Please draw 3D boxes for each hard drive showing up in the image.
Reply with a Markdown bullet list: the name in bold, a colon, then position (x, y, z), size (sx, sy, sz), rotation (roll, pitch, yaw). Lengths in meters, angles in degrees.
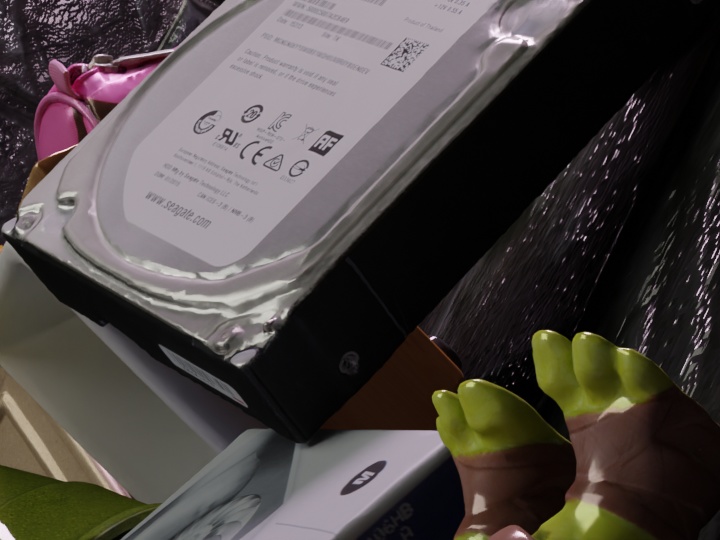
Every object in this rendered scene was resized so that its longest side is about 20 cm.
- **hard drive**: position (0.006, -0.054, 0.602), size (0.200, 0.038, 0.140), rotation (-45, 36, -14)

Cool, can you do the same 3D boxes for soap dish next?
- **soap dish**: position (-0.052, 0.031, 0.750), size (0.081, 0.157, 0.200), rotation (-46, 1, -18)

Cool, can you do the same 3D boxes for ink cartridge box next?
- **ink cartridge box**: position (-0.074, 0.113, 0.530), size (0.200, 0.041, 0.200), rotation (-40, 10, -21)

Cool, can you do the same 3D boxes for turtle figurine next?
- **turtle figurine**: position (0.005, 0.089, 0.356), size (0.161, 0.064, 0.200), rotation (-56, -5, -21)

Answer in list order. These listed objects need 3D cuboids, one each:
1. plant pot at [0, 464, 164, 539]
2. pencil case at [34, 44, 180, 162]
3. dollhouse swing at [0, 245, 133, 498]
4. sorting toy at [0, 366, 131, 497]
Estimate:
- **plant pot**: position (-0.177, 0.138, 0.739), size (0.200, 0.193, 0.201), rotation (-48, -30, -40)
- **pencil case**: position (-0.035, -0.074, 0.902), size (0.200, 0.094, 0.091), rotation (-26, 20, -28)
- **dollhouse swing**: position (-0.134, 0.066, 1.063), size (0.182, 0.200, 0.176), rotation (-59, -2, 24)
- **sorting toy**: position (-0.146, 0.153, 0.948), size (0.036, 0.200, 0.185), rotation (0, -52, -48)
